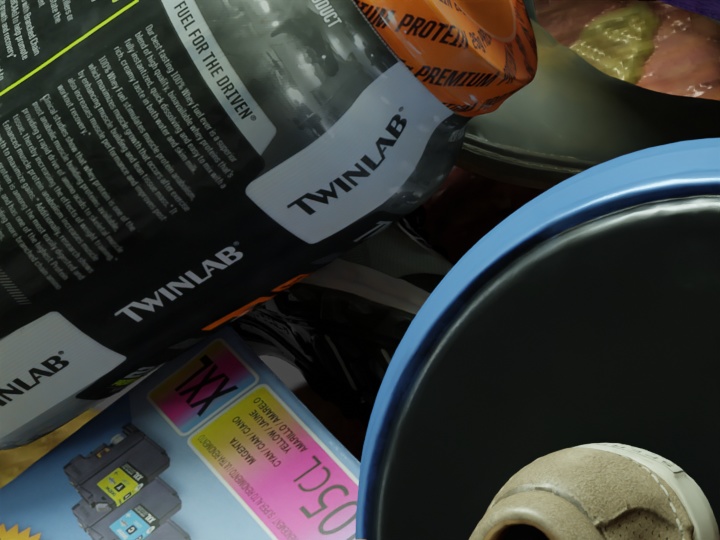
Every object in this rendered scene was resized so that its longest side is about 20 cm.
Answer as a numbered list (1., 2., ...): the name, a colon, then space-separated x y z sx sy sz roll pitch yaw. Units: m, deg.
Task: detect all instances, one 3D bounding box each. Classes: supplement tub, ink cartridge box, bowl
1. supplement tub: -0.057 -0.044 0.764 0.200 0.123 0.123 -31 41 21
2. ink cartridge box: -0.073 0.127 0.757 0.200 0.076 0.136 -39 44 -8
3. bowl: 0.092 0.068 0.650 0.200 0.201 0.039 -11 3 18

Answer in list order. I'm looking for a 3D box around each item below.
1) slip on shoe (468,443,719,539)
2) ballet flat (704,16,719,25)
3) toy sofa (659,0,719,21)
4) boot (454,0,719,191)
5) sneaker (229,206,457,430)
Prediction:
1. slip on shoe: 0.047 0.141 0.613 0.076 0.061 0.200 8 97 25
2. ballet flat: 0.157 -0.095 0.799 0.069 0.069 0.200 -42 42 -14
3. toy sofa: 0.114 -0.088 0.697 0.200 0.098 0.083 23 31 17
4. boot: 0.042 -0.078 0.835 0.200 0.097 0.075 9 9 6
5. sneaker: 0.000 0.000 0.839 0.200 0.074 0.079 23 58 40
